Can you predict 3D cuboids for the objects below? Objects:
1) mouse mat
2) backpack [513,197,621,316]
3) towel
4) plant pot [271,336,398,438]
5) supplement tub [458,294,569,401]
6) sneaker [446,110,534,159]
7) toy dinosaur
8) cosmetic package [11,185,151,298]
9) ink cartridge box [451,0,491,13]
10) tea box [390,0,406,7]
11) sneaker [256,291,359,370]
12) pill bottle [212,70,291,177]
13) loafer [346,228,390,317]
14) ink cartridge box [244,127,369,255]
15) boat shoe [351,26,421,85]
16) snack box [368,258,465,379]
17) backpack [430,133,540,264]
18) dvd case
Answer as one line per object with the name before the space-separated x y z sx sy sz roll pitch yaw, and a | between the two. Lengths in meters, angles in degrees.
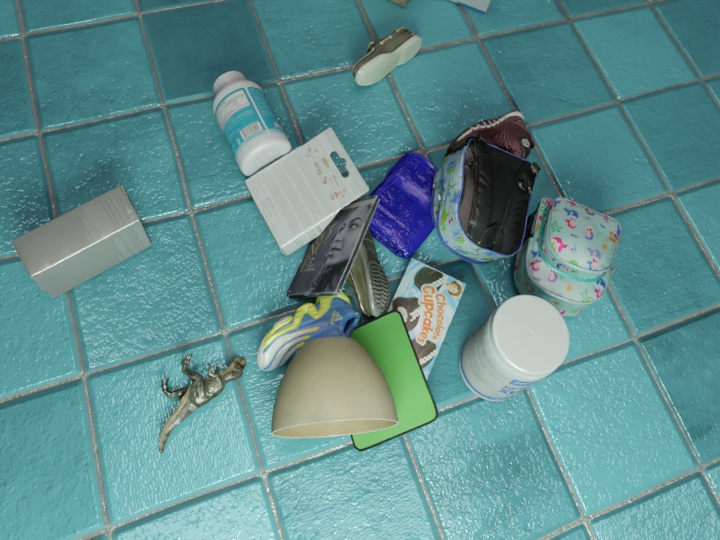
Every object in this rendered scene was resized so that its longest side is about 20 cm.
mouse mat | 0.030 0.187 1.014 0.159 0.008 0.203 -24 71 12
backpack | 0.386 -0.024 1.111 0.175 0.151 0.203 23 71 2
towel | 0.094 -0.135 1.169 0.147 0.050 0.201 37 68 10
plant pot | -0.044 0.182 0.935 0.196 0.201 0.137 -2 69 -7
supplement tub | 0.250 0.136 0.992 0.129 0.201 0.134 2 67 -6
sneaker | 0.284 -0.252 1.229 0.197 0.076 0.117 -26 75 -17
toy dinosaur | -0.284 0.199 0.988 0.088 0.048 0.200 45 73 5
cosmetic package | -0.480 -0.048 1.033 0.198 0.107 0.091 -29 73 -19
ink cartridge box | 0.275 -0.756 1.398 0.145 0.145 0.203 20 66 1
tea box | 0.063 -0.756 1.343 0.195 0.201 0.135 30 66 5
sneaker | -0.082 0.113 1.013 0.104 0.076 0.200 32 65 35
pill bottle | -0.221 -0.292 1.163 0.109 0.111 0.202 -23 72 -15
loafer | 0.000 0.000 1.095 0.069 0.075 0.203 -29 59 26
ink cartridge box | -0.100 -0.150 1.122 0.198 0.057 0.164 -30 71 -3
boat shoe | 0.049 -0.472 1.295 0.201 0.072 0.060 -38 74 -26
snack box | 0.105 0.090 1.082 0.115 0.037 0.202 24 67 5
backpack | 0.224 -0.117 1.111 0.180 0.146 0.204 18 71 -22
dvd case | -0.051 -0.042 1.072 0.016 0.147 0.203 39 62 -32
